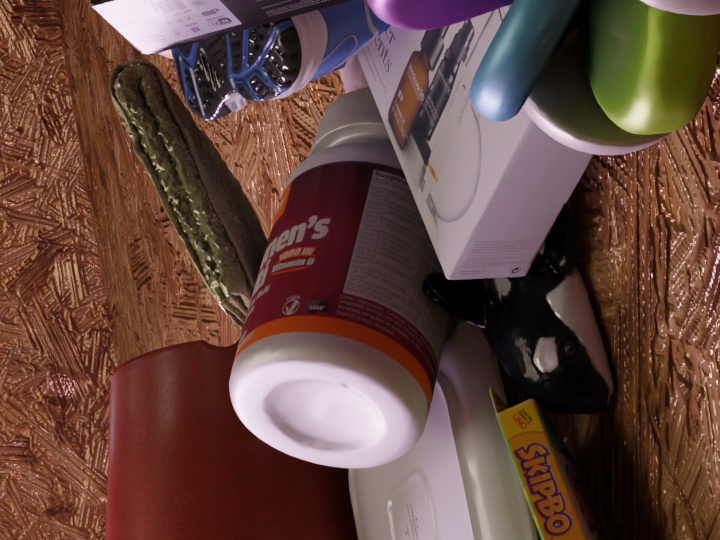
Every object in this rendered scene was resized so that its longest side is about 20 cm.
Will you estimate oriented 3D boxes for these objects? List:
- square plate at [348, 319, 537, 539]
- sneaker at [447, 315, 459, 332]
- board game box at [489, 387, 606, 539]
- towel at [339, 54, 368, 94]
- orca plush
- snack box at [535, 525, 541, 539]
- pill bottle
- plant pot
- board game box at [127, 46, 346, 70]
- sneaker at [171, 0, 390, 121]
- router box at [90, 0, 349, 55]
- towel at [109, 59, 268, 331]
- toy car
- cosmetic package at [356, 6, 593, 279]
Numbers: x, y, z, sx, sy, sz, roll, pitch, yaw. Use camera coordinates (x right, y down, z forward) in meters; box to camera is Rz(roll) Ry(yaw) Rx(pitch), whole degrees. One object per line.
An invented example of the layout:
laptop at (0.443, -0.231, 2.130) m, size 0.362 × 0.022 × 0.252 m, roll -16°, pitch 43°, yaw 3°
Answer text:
square plate at (0.041, 0.149, 1.122) m, size 0.198 × 0.028 × 0.202 m, roll 133°, pitch 132°, yaw -57°
sneaker at (0.029, 0.025, 1.222) m, size 0.200 × 0.080 × 0.077 m, roll 43°, pitch 144°, yaw 35°
board game box at (0.115, 0.155, 0.993) m, size 0.201 × 0.030 × 0.096 m, roll 68°, pitch -172°, yaw 30°
towel at (0.008, -0.183, 1.220) m, size 0.191 × 0.032 × 0.202 m, roll 127°, pitch 131°, yaw -70°
orca plush at (0.067, -0.010, 1.037) m, size 0.105 × 0.070 × 0.202 m, roll 117°, pitch 140°, yaw -68°
snack box at (0.107, 0.256, 1.118) m, size 0.201 × 0.053 × 0.143 m, roll 96°, pitch 159°, yaw -46°
pill bottle at (0.000, 0.000, 1.097) m, size 0.110 × 0.109 × 0.201 m, roll 98°, pitch -175°, yaw -52°
plant pot at (-0.081, 0.156, 1.259) m, size 0.201 × 0.199 × 0.197 m, roll 118°, pitch 149°, yaw -68°
board game box at (-0.075, -0.155, 1.165) m, size 0.200 × 0.157 × 0.039 m, roll 118°, pitch 163°, yaw -61°
sneaker at (-0.051, -0.126, 1.061) m, size 0.200 × 0.077 × 0.076 m, roll 17°, pitch 125°, yaw 62°
router box at (-0.030, -0.204, 0.954) m, size 0.052 × 0.199 × 0.158 m, roll 42°, pitch -136°, yaw -53°
towel at (-0.083, -0.028, 1.194) m, size 0.201 × 0.036 × 0.149 m, roll 60°, pitch -176°, yaw 33°
toy car at (0.068, -0.142, 0.770) m, size 0.175 × 0.149 × 0.201 m, roll 114°, pitch 142°, yaw -66°
cosmetic package at (0.056, -0.120, 0.981) m, size 0.151 × 0.051 × 0.201 m, roll -63°, pitch 38°, yaw 44°
